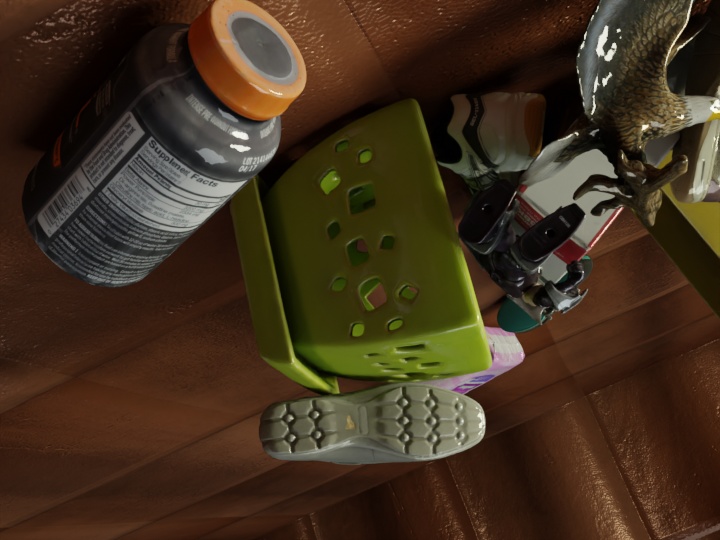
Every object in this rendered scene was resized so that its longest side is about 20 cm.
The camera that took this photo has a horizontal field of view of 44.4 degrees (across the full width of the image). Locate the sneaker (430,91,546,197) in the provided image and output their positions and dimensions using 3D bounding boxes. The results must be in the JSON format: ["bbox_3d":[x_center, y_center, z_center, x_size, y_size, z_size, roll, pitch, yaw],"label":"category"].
[{"bbox_3d":[0.105,-0.112,0.786,0.087,0.076,0.200,7,167,2],"label":"sneaker"}]

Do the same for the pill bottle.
[{"bbox_3d":[-0.121,-0.080,0.556,0.199,0.107,0.106,-36,156,34],"label":"pill bottle"}]

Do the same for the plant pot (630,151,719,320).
[{"bbox_3d":[0.447,-0.082,1.034,0.176,0.201,0.200,-36,159,5],"label":"plant pot"}]

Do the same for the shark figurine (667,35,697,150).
[{"bbox_3d":[0.273,-0.142,0.834,0.127,0.090,0.215,-12,156,-22],"label":"shark figurine"}]

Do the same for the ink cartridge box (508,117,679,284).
[{"bbox_3d":[0.200,-0.065,0.850,0.147,0.083,0.200,-49,172,-15],"label":"ink cartridge box"}]

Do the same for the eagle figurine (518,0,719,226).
[{"bbox_3d":[0.212,-0.142,0.672,0.150,0.202,0.151,12,162,-32],"label":"eagle figurine"}]

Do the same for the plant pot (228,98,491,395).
[{"bbox_3d":[0.000,0.000,0.766,0.180,0.202,0.199,-16,162,7],"label":"plant pot"}]

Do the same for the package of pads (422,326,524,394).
[{"bbox_3d":[0.175,0.169,1.540,0.199,0.076,0.120,-33,155,28],"label":"package of pads"}]

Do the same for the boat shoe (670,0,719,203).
[{"bbox_3d":[0.316,-0.152,0.745,0.064,0.072,0.202,5,111,-6],"label":"boat shoe"}]

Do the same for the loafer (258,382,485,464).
[{"bbox_3d":[0.010,0.136,0.784,0.198,0.071,0.070,0,168,1],"label":"loafer"}]

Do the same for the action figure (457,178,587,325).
[{"bbox_3d":[0.133,-0.017,0.737,0.070,0.130,0.200,-52,167,-3],"label":"action figure"}]

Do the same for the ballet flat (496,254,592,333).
[{"bbox_3d":[0.284,0.036,1.330,0.068,0.068,0.200,-18,162,-34],"label":"ballet flat"}]
